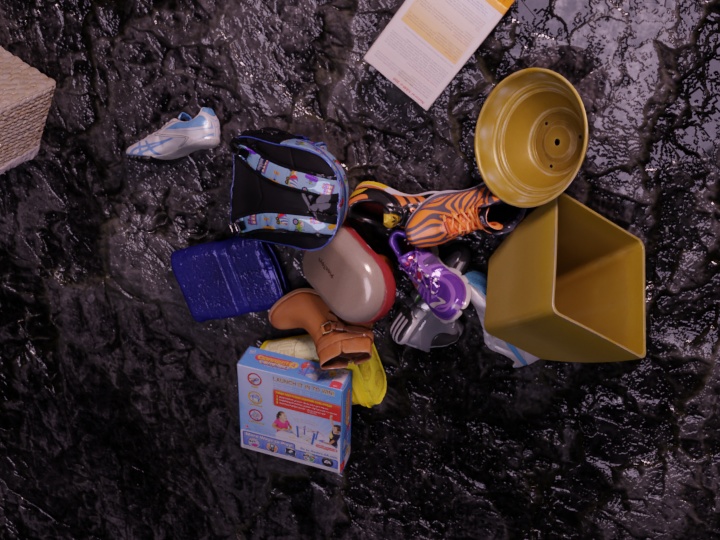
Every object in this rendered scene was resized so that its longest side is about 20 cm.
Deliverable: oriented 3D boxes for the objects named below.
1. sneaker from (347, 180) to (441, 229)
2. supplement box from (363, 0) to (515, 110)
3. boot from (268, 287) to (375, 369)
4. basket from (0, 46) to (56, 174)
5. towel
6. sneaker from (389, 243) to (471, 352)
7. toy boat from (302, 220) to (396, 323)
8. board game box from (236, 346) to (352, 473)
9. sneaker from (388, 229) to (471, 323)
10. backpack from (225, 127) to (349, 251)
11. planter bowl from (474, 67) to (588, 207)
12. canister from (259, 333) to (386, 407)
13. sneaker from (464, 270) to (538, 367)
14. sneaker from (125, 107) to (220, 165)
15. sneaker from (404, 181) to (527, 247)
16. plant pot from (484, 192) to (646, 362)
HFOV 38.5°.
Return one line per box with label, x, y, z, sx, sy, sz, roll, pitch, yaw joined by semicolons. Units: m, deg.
sneaker;0.073;-0.088;1.656;0.199;0.090;0.070;12;120;14
supplement box;0.115;-0.354;1.512;0.126;0.074;0.200;39;122;-4
boot;-0.069;0.104;1.755;0.199;0.155;0.074;-19;140;19
basket;-0.656;-0.282;1.758;0.198;0.200;0.161;32;117;1
towel;-0.231;0.010;1.846;0.199;0.050;0.148;-12;109;23
sneaker;0.145;0.053;1.729;0.115;0.075;0.200;27;108;-29
toy boat;0.000;0.000;1.714;0.200;0.130;0.131;49;130;42
board game box;-0.116;0.248;1.826;0.199;0.056;0.197;13;125;15
sneaker;0.101;0.008;1.639;0.083;0.200;0.081;21;112;-43
backpack;-0.101;-0.128;1.645;0.199;0.134;0.184;13;110;25
planter bowl;0.270;-0.191;1.515;0.200;0.083;0.202;0;90;45
canister;-0.071;0.179;1.852;0.199;0.087;0.149;-10;114;25
sneaker;0.227;0.084;1.688;0.081;0.077;0.200;-37;109;28
sneaker;-0.318;-0.225;1.748;0.199;0.072;0.073;-12;78;31
sneaker;0.164;-0.084;1.576;0.199;0.112;0.078;-26;108;4
plant pot;0.298;0.033;1.560;0.199;0.201;0.176;25;147;-30
